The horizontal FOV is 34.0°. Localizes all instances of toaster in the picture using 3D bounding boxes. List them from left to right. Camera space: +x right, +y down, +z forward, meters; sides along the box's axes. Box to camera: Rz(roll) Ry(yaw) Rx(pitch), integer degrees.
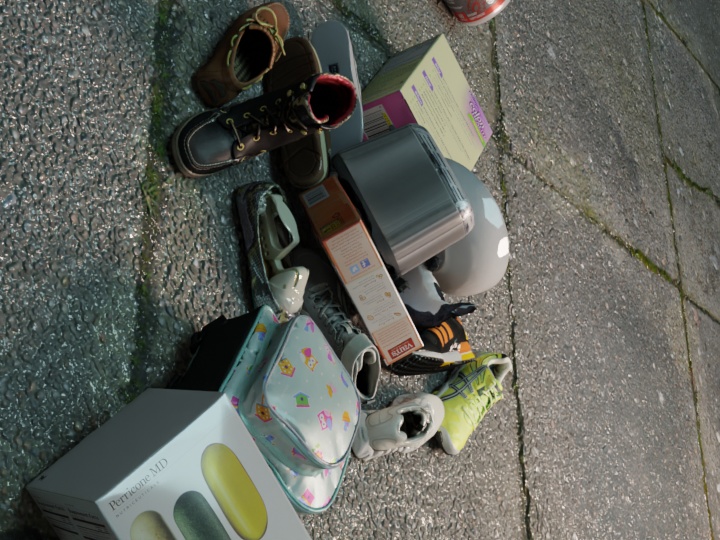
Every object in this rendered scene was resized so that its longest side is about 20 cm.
[{"bbox_3d":[0.058,-0.087,1.482,0.201,0.128,0.114,62,0,19],"label":"toaster"}]

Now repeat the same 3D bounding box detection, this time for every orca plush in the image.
[{"bbox_3d":[0.096,0.042,1.548,0.071,0.199,0.106,44,74,-26],"label":"orca plush"}]

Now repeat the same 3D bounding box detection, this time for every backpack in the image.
[{"bbox_3d":[-0.087,0.156,1.224,0.201,0.152,0.176,61,29,-29],"label":"backpack"}]

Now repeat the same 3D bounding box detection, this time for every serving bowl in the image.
[{"bbox_3d":[0.107,-0.049,1.599,0.066,0.199,0.202,-30,102,-33],"label":"serving bowl"}]

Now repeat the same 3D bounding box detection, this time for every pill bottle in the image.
[{"bbox_3d":[0.161,-0.514,1.943,0.200,0.115,0.117,48,40,-33],"label":"pill bottle"}]

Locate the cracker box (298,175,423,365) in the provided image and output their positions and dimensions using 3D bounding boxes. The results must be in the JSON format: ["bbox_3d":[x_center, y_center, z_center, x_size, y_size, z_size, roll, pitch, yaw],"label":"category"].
[{"bbox_3d":[0.000,0.000,1.441,0.201,0.057,0.134,62,-1,-31],"label":"cracker box"}]

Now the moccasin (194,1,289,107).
[{"bbox_3d":[-0.130,-0.272,1.427,0.074,0.077,0.202,60,35,-19],"label":"moccasin"}]

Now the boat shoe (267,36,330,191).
[{"bbox_3d":[-0.074,-0.193,1.499,0.075,0.074,0.204,41,43,-67],"label":"boat shoe"}]

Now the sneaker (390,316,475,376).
[{"bbox_3d":[0.087,0.091,1.610,0.200,0.070,0.091,8,63,-60],"label":"sneaker"}]

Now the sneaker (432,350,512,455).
[{"bbox_3d":[0.155,0.177,1.658,0.076,0.076,0.201,58,37,-25],"label":"sneaker"}]

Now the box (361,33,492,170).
[{"bbox_3d":[0.091,-0.216,1.721,0.177,0.096,0.200,59,36,-21],"label":"box"}]

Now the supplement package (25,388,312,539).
[{"bbox_3d":[-0.161,0.231,1.048,0.152,0.150,0.201,-39,110,-32],"label":"supplement package"}]

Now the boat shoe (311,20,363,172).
[{"bbox_3d":[-0.031,-0.228,1.573,0.066,0.071,0.202,21,60,-78],"label":"boat shoe"}]

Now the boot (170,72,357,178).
[{"bbox_3d":[-0.107,-0.168,1.342,0.199,0.150,0.074,-26,100,-51],"label":"boot"}]

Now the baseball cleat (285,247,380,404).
[{"bbox_3d":[-0.024,0.064,1.408,0.069,0.106,0.202,-28,100,-27],"label":"baseball cleat"}]

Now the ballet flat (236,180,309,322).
[{"bbox_3d":[-0.097,-0.010,1.370,0.072,0.072,0.202,-3,79,-57],"label":"ballet flat"}]

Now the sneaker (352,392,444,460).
[{"bbox_3d":[0.065,0.196,1.512,0.199,0.081,0.076,-10,83,-59],"label":"sneaker"}]
